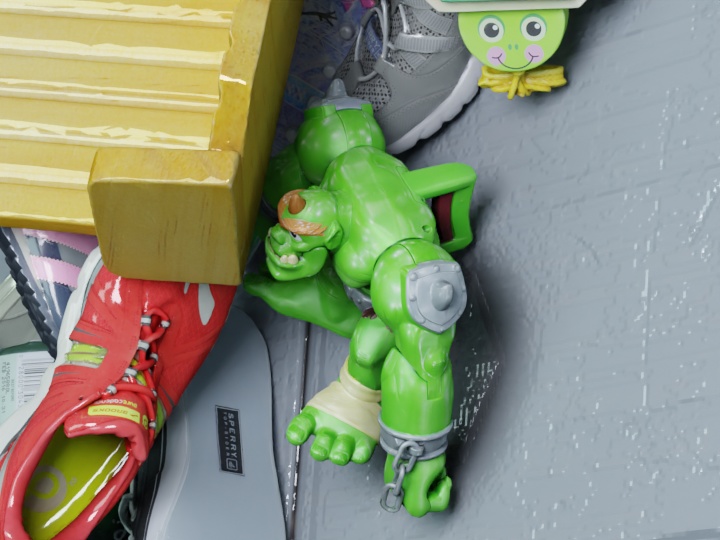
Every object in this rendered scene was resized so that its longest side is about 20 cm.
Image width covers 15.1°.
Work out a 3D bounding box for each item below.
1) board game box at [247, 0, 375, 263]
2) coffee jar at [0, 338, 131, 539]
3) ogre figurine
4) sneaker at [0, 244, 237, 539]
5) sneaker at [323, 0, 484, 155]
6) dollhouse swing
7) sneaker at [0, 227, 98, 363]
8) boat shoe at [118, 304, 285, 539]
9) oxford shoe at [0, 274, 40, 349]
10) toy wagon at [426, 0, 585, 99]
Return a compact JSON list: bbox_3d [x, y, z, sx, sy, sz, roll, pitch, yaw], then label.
[{"bbox_3d":[-0.098,-0.128,1.344,0.201,0.199,0.026,-58,-1,22],"label":"board game box"},{"bbox_3d":[-0.151,0.143,1.379,0.104,0.085,0.201,73,-164,-70],"label":"coffee jar"},{"bbox_3d":[0.000,0.000,1.234,0.201,0.097,0.120,-94,15,-47],"label":"ogre figurine"},{"bbox_3d":[-0.109,0.057,1.255,0.201,0.077,0.085,-61,21,0],"label":"sneaker"},{"bbox_3d":[0.030,-0.140,1.248,0.200,0.082,0.075,-56,40,26],"label":"sneaker"},{"bbox_3d":[-0.117,-0.117,1.210,0.182,0.175,0.201,91,-169,-71],"label":"dollhouse swing"},{"bbox_3d":[-0.134,-0.017,1.325,0.201,0.082,0.070,68,168,-5],"label":"sneaker"},{"bbox_3d":[-0.084,0.114,1.328,0.068,0.073,0.200,-42,45,47],"label":"boat shoe"},{"bbox_3d":[-0.127,-0.019,1.450,0.058,0.075,0.200,46,114,4],"label":"oxford shoe"},{"bbox_3d":[0.064,-0.167,1.165,0.040,0.154,0.201,-61,-31,-67],"label":"toy wagon"}]
